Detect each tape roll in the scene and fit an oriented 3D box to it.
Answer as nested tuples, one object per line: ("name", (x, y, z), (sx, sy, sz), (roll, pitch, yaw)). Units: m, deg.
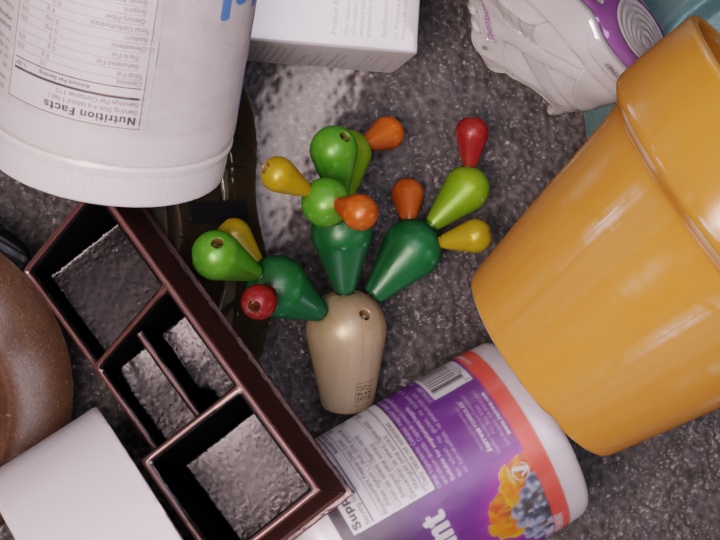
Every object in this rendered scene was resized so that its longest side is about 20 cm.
("tape roll", (-0.113, 0.173, 1.089), (0.071, 0.202, 0.203), (-33, 92, -9))

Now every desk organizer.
("desk organizer", (-0.095, 0.055, 1.078), (0.072, 0.077, 0.200), (-38, 79, 3))

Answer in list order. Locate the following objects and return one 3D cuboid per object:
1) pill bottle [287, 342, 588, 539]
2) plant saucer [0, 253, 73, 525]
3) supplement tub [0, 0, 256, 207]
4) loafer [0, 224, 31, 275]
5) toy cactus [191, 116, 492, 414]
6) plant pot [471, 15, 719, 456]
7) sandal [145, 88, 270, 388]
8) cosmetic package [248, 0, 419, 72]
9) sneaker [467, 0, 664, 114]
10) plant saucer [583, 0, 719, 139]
("pill bottle", (0.015, 0.134, 1.155), (0.200, 0.111, 0.112), (-29, 92, -9))
("plant saucer", (-0.254, 0.070, 1.119), (0.200, 0.037, 0.201), (-2, 108, -5))
("supplement tub", (-0.115, -0.147, 1.045), (0.132, 0.132, 0.200), (7, 115, -8))
("loafer", (-0.278, -0.024, 1.142), (0.200, 0.068, 0.071), (20, 92, -2))
("toy cactus", (0.000, 0.000, 1.162), (0.200, 0.102, 0.165), (-24, 121, -44))
("plant pot", (0.167, -0.002, 1.128), (0.183, 0.200, 0.200), (-38, 94, 16))
("sandal", (-0.097, -0.015, 1.170), (0.082, 0.055, 0.201), (-2, 87, -39))
("cosmetic package", (-0.067, -0.176, 1.173), (0.199, 0.081, 0.113), (6, 86, -7))
("sneaker", (0.081, -0.156, 1.169), (0.200, 0.099, 0.075), (45, 47, -25))
("plant saucer", (0.232, -0.097, 1.238), (0.199, 0.036, 0.201), (0, 87, -9))
